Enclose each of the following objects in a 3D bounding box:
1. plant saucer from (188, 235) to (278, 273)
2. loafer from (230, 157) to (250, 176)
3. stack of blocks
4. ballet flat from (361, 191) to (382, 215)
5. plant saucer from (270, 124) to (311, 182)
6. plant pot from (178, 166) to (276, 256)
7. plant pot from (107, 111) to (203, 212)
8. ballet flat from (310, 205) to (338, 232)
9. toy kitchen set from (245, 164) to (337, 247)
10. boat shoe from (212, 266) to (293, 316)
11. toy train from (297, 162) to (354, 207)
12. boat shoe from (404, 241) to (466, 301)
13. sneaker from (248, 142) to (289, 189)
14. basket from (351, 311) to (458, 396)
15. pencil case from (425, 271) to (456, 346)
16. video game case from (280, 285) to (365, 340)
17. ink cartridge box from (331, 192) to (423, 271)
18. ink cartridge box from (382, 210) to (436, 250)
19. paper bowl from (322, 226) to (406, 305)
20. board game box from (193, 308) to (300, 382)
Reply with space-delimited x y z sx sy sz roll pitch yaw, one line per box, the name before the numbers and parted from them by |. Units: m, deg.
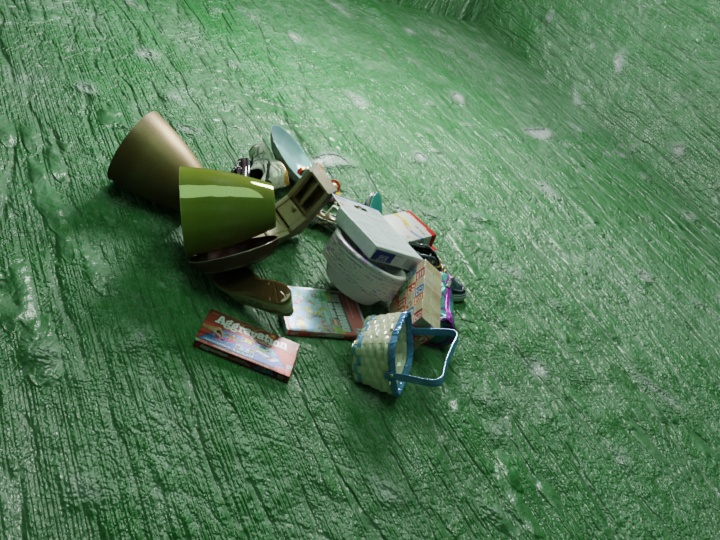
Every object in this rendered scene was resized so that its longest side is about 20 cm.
plant saucer | -0.264 -0.032 1.587 0.195 0.035 0.200 -14 10 3
loafer | -0.311 -0.224 1.887 0.061 0.073 0.203 8 40 -16
stack of blocks | 0.122 0.083 1.686 0.058 0.115 0.202 38 33 -21
ballet flat | 0.014 -0.102 1.874 0.072 0.074 0.205 13 61 -17
plant saucer | -0.192 -0.302 2.042 0.202 0.038 0.203 50 19 -23
plant pot | -0.282 -0.132 1.613 0.194 0.191 0.189 -4 39 -10
plant pot | -0.446 -0.226 1.727 0.198 0.187 0.187 38 33 -6
ballet flat | -0.093 -0.143 1.913 0.196 0.073 0.073 23 33 -2
toy kitchen set | -0.202 -0.171 1.737 0.164 0.180 0.199 52 39 6
boat shoe | -0.227 0.047 1.568 0.196 0.064 0.074 21 54 27
toy train | -0.076 -0.212 1.973 0.199 0.056 0.151 37 11 -32
boat shoe | 0.187 0.003 1.872 0.196 0.092 0.071 22 33 -4
sneaker | -0.265 -0.275 1.979 0.086 0.077 0.200 -24 39 -19
basket | 0.090 0.166 1.523 0.195 0.143 0.177 1 27 22
pencil case | 0.183 0.087 1.755 0.084 0.092 0.202 34 32 -18
video game case | -0.085 0.092 1.642 0.195 0.018 0.145 7 38 -25
ink cartridge box | 0.031 -0.086 1.747 0.197 0.041 0.201 15 29 -51
ink cartridge box | 0.117 -0.093 1.979 0.197 0.068 0.116 -16 49 -44
paper bowl | 0.000 0.000 1.713 0.198 0.105 0.201 34 14 -9
board game box | -0.221 0.147 1.479 0.196 0.020 0.104 22 32 -4
